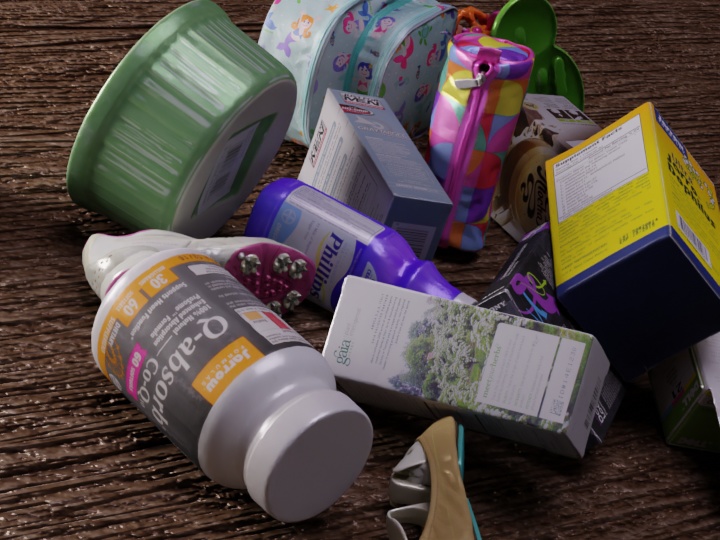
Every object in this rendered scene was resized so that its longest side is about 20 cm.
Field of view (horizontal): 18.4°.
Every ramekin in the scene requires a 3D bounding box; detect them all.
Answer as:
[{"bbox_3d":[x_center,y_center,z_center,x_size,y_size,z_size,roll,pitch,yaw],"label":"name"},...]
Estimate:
[{"bbox_3d":[-0.139,-0.111,1.814,0.098,0.200,0.200,35,28,13],"label":"ramekin"}]

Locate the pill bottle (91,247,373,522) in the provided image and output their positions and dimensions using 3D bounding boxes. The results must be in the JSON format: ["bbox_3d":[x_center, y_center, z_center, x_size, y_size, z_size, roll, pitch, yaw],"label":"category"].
[{"bbox_3d":[-0.089,0.080,1.555,0.116,0.117,0.200,-7,36,-44],"label":"pill bottle"}]

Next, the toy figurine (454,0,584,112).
[{"bbox_3d":[0.107,-0.199,2.213,0.150,0.201,0.184,-23,32,-31],"label":"toy figurine"}]

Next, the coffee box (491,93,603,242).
[{"bbox_3d":[0.198,-0.068,2.069,0.080,0.113,0.200,0,31,-37],"label":"coffee box"}]

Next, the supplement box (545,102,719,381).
[{"bbox_3d":[0.230,-0.026,1.834,0.110,0.109,0.200,48,24,-28],"label":"supplement box"}]

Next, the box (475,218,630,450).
[{"bbox_3d":[0.161,0.050,1.787,0.143,0.036,0.200,58,22,-6],"label":"box"}]

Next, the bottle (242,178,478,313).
[{"bbox_3d":[0.000,0.000,1.820,0.200,0.084,0.065,29,28,16],"label":"bottle"}]

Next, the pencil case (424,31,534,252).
[{"bbox_3d":[0.095,-0.115,1.984,0.088,0.201,0.088,11,22,-4],"label":"pencil case"}]

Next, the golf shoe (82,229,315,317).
[{"bbox_3d":[-0.127,-0.004,1.749,0.199,0.076,0.091,0,29,-39],"label":"golf shoe"}]

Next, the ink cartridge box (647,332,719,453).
[{"bbox_3d":[0.328,0.130,1.820,0.147,0.076,0.200,11,45,-21],"label":"ink cartridge box"}]

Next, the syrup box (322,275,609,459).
[{"bbox_3d":[0.075,0.072,1.656,0.199,0.079,0.081,13,-14,18],"label":"syrup box"}]

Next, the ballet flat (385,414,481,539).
[{"bbox_3d":[0.048,0.161,1.559,0.063,0.069,0.200,1,26,-4],"label":"ballet flat"}]

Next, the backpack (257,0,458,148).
[{"bbox_3d":[-0.011,-0.197,2.099,0.150,0.178,0.200,29,30,29],"label":"backpack"}]

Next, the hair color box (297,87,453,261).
[{"bbox_3d":[0.010,-0.068,1.944,0.060,0.099,0.200,8,28,-24],"label":"hair color box"}]
